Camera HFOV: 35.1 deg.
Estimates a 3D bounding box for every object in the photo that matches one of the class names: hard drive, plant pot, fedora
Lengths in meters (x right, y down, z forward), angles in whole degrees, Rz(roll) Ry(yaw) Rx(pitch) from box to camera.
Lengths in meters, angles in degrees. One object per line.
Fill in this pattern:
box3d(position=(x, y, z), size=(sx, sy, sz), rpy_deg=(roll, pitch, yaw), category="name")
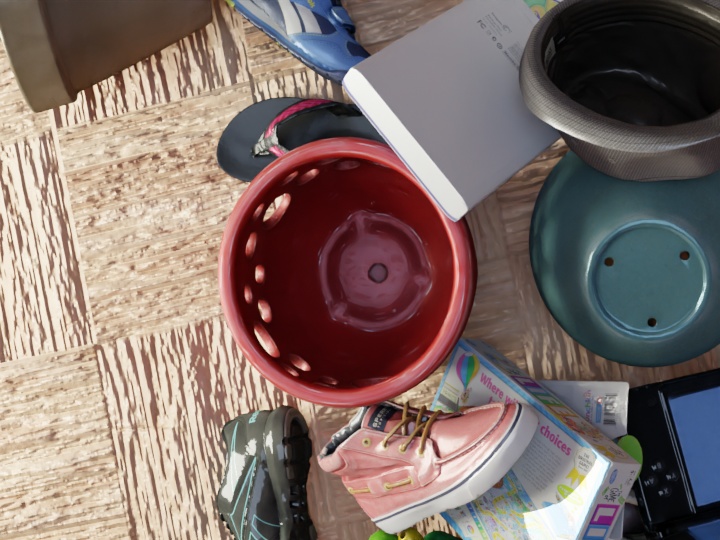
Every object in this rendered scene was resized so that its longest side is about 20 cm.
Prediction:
box3d(position=(0.092, -0.137, 0.875), size=(0.132, 0.199, 0.025), rpy_deg=(50, 141, 3), category="hard drive")
box3d(position=(-0.221, -0.252, 0.972), size=(0.170, 0.200, 0.204), rpy_deg=(-13, 89, -6), category="plant pot")
box3d(position=(0.225, -0.008, 0.893), size=(0.196, 0.135, 0.204), rpy_deg=(4, 105, 13), category="plant pot")
box3d(position=(0.212, -0.126, 0.832), size=(0.198, 0.091, 0.178), rpy_deg=(22, 59, 30), category="fedora")
box3d(position=(0.000, 0.000, 0.928), size=(0.196, 0.182, 0.205), rpy_deg=(0, 92, 9), category="plant pot")

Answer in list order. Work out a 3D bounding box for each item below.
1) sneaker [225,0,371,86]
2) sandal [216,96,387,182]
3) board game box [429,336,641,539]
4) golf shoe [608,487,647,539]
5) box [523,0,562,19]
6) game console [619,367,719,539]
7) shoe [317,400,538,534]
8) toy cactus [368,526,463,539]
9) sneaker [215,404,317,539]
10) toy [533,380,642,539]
box3d(position=(-0.043, -0.225, 0.988), size=(0.199, 0.074, 0.083), rpy_deg=(40, 95, 6), category="sneaker")
box3d(position=(-0.035, -0.119, 1.001), size=(0.196, 0.045, 0.077), rpy_deg=(-4, 91, 10), category="sandal")
box3d(position=(0.120, 0.159, 0.900), size=(0.034, 0.200, 0.136), rpy_deg=(10, 108, -35), category="board game box")
box3d(position=(0.259, 0.218, 0.938), size=(0.196, 0.088, 0.079), rpy_deg=(10, 91, 8), category="golf shoe")
box3d(position=(0.207, -0.206, 0.959), size=(0.198, 0.048, 0.119), rpy_deg=(28, 95, 10), category="box")
box3d(position=(0.319, 0.150, 0.865), size=(0.196, 0.119, 0.176), rpy_deg=(-10, 77, -16), category="game console")
box3d(position=(0.045, 0.136, 0.887), size=(0.091, 0.072, 0.200), rpy_deg=(42, 136, -8), category="shoe")
box3d(position=(0.103, 0.261, 0.935), size=(0.198, 0.164, 0.104), rpy_deg=(13, 118, 41), category="toy cactus")
box3d(position=(-0.083, 0.223, 1.012), size=(0.078, 0.075, 0.204), rpy_deg=(-5, 82, 21), category="sneaker")
box3d(position=(0.149, 0.150, 0.933), size=(0.047, 0.199, 0.118), rpy_deg=(10, 80, -34), category="toy")
